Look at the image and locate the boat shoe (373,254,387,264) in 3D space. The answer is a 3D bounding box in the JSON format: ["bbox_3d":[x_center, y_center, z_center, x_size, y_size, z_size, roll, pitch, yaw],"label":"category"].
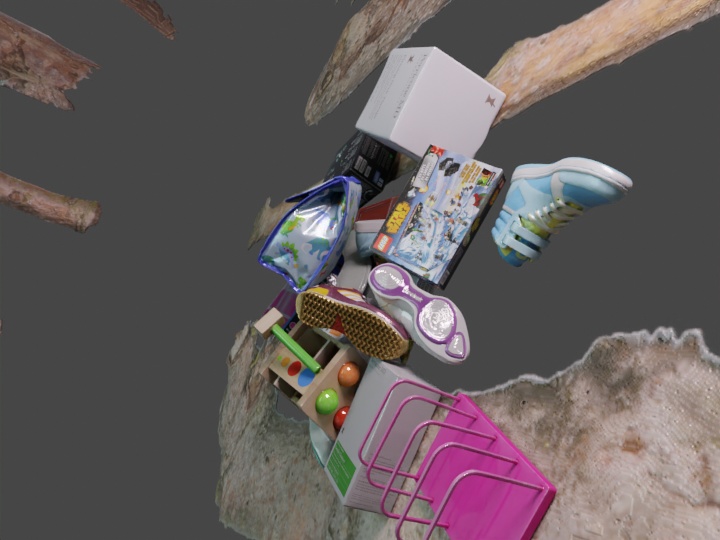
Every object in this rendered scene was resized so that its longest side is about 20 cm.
[{"bbox_3d":[0.090,-0.089,1.006,0.202,0.068,0.074,-63,24,11],"label":"boat shoe"}]

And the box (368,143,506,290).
[{"bbox_3d":[0.120,-0.087,0.858,0.136,0.040,0.202,29,85,31],"label":"box"}]

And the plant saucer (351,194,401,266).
[{"bbox_3d":[0.022,-0.065,1.174,0.199,0.036,0.203,-7,62,63],"label":"plant saucer"}]

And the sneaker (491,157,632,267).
[{"bbox_3d":[0.234,-0.062,0.667,0.132,0.079,0.200,-65,14,0],"label":"sneaker"}]

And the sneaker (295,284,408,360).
[{"bbox_3d":[-0.002,0.068,0.859,0.090,0.198,0.076,-28,-44,-54],"label":"sneaker"}]

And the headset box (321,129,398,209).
[{"bbox_3d":[-0.011,-0.231,1.288,0.199,0.092,0.176,-31,32,53],"label":"headset box"}]

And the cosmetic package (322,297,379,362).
[{"bbox_3d":[-0.025,0.103,1.047,0.102,0.071,0.199,-52,19,-14],"label":"cosmetic package"}]

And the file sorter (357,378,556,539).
[{"bbox_3d":[0.093,0.238,0.640,0.140,0.124,0.200,-64,24,8],"label":"file sorter"}]

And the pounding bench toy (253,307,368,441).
[{"bbox_3d":[-0.077,0.160,0.889,0.125,0.201,0.155,-49,39,-15],"label":"pounding bench toy"}]

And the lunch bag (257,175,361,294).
[{"bbox_3d":[-0.072,-0.078,0.952,0.201,0.127,0.170,-53,0,10],"label":"lunch bag"}]

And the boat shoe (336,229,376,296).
[{"bbox_3d":[0.000,0.000,1.030,0.075,0.061,0.201,-20,36,21],"label":"boat shoe"}]

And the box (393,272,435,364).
[{"bbox_3d":[0.079,0.082,0.917,0.041,0.038,0.203,13,82,64],"label":"box"}]

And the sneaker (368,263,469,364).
[{"bbox_3d":[0.093,0.072,0.831,0.074,0.100,0.200,-35,56,-14],"label":"sneaker"}]

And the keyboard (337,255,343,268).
[{"bbox_3d":[-0.071,0.039,1.165,0.127,0.020,0.202,-38,-31,-67],"label":"keyboard"}]

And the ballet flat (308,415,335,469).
[{"bbox_3d":[-0.061,0.284,1.017,0.070,0.069,0.200,-60,22,14],"label":"ballet flat"}]

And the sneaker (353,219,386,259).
[{"bbox_3d":[0.081,-0.047,0.948,0.198,0.074,0.083,3,102,33],"label":"sneaker"}]

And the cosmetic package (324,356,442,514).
[{"bbox_3d":[0.031,0.242,0.822,0.203,0.084,0.107,-68,22,1],"label":"cosmetic package"}]

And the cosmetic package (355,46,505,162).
[{"bbox_3d":[0.120,-0.288,0.999,0.169,0.165,0.200,-62,25,10],"label":"cosmetic package"}]

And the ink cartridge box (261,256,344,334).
[{"bbox_3d":[-0.094,0.042,1.056,0.201,0.094,0.037,-53,-4,-21],"label":"ink cartridge box"}]
